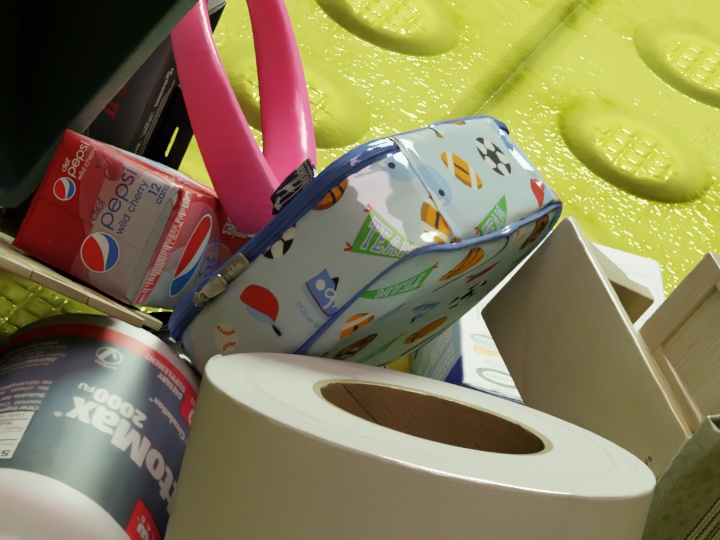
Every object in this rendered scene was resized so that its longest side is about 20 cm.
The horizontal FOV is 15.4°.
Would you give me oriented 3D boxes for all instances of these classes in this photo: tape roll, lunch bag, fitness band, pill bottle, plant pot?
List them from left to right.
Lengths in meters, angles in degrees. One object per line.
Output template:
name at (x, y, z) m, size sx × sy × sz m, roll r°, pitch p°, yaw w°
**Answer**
plant pot at (-0.199, -0.193, 1.297) m, size 0.196 × 0.196 × 0.201 m, roll 25°, pitch 40°, yaw -27°
pill bottle at (-0.144, 0.120, 1.204) m, size 0.119 × 0.120 × 0.200 m, roll 23°, pitch 34°, yaw -3°
fitness band at (-0.057, -0.096, 1.387) m, size 0.037 × 0.144 × 0.200 m, roll -14°, pitch 11°, yaw 9°
lunch bag at (0.000, 0.000, 1.287) m, size 0.076 × 0.160 × 0.200 m, roll 55°, pitch 29°, yaw 12°
tape roll at (0.014, 0.128, 1.142) m, size 0.201 × 0.140 × 0.203 m, roll 14°, pitch 8°, yaw -2°

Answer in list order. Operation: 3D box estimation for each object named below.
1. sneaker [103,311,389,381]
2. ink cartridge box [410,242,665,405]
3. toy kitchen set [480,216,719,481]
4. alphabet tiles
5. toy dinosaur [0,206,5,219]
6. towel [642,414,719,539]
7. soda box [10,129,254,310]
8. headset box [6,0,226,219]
sneaker at (-0.071, 0.050, 1.386) m, size 0.199 × 0.076 × 0.079 m, roll 7°, pitch 24°, yaw -37°
ink cartridge box at (0.101, 0.063, 1.474) m, size 0.136 × 0.077 × 0.200 m, roll 16°, pitch 33°, yaw -12°
toy kitchen set at (0.163, 0.083, 1.335) m, size 0.180 × 0.200 × 0.164 m, roll 21°, pitch 30°, yaw -37°
alphabet tiles at (-0.190, -0.020, 1.272) m, size 0.166 × 0.006 × 0.200 m, roll 27°, pitch 0°, yaw -39°
toy dinosaur at (-0.264, -0.092, 1.394) m, size 0.201 × 0.135 × 0.102 m, roll 62°, pitch 10°, yaw -18°
towel at (0.178, 0.148, 1.265) m, size 0.192 × 0.200 × 0.035 m, roll 16°, pitch 35°, yaw -34°
soda box at (-0.108, -0.021, 1.347) m, size 0.070 × 0.064 × 0.200 m, roll 26°, pitch 1°, yaw 9°
headset box at (-0.178, -0.116, 1.470) m, size 0.199 × 0.149 × 0.075 m, roll 30°, pitch 25°, yaw 7°
